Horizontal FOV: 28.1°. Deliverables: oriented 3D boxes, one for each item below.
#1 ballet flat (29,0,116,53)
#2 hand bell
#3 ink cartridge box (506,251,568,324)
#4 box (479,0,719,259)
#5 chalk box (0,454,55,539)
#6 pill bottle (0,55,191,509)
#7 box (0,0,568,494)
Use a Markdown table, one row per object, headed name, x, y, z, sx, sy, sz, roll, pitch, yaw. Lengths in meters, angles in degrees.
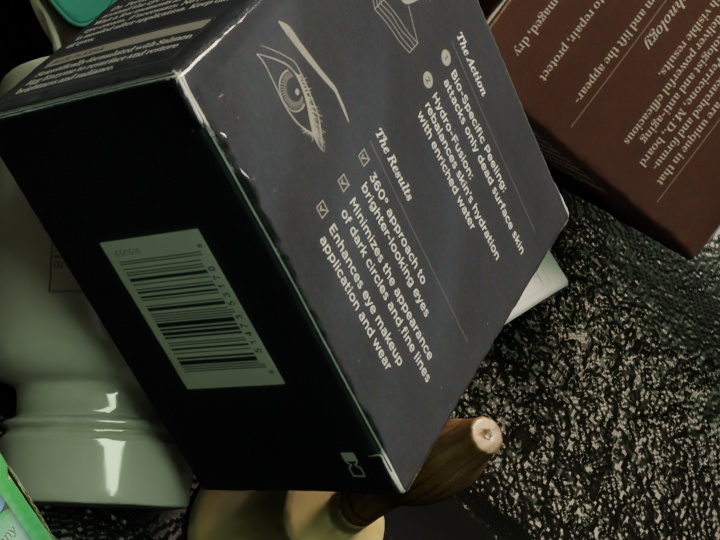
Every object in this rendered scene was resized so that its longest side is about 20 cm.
| name | x | y | z | sx | sy | sz | roll | pitch | yaw |
| --- | --- | --- | --- | --- | --- | --- | --- | --- | --- |
| ballet flat | -0.138 | -0.128 | 0.764 | 0.069 | 0.069 | 0.201 | -47 | 122 | -37 |
| hand bell | 0.006 | 0.107 | 0.670 | 0.103 | 0.200 | 0.105 | 13 | 62 | -27 |
| ink cartridge box | 0.000 | 0.000 | 0.793 | 0.199 | 0.076 | 0.137 | -28 | 85 | -39 |
| box | 0.136 | -0.144 | 0.828 | 0.199 | 0.166 | 0.165 | 35 | 93 | -29 |
| chalk box | -0.206 | 0.096 | 0.527 | 0.124 | 0.199 | 0.124 | -46 | 122 | -36 |
| pill bottle | -0.120 | 0.009 | 0.681 | 0.114 | 0.114 | 0.202 | 7 | 78 | -29 |
| box | -0.023 | -0.042 | 0.625 | 0.200 | 0.117 | 0.198 | -52 | 126 | -42 |
